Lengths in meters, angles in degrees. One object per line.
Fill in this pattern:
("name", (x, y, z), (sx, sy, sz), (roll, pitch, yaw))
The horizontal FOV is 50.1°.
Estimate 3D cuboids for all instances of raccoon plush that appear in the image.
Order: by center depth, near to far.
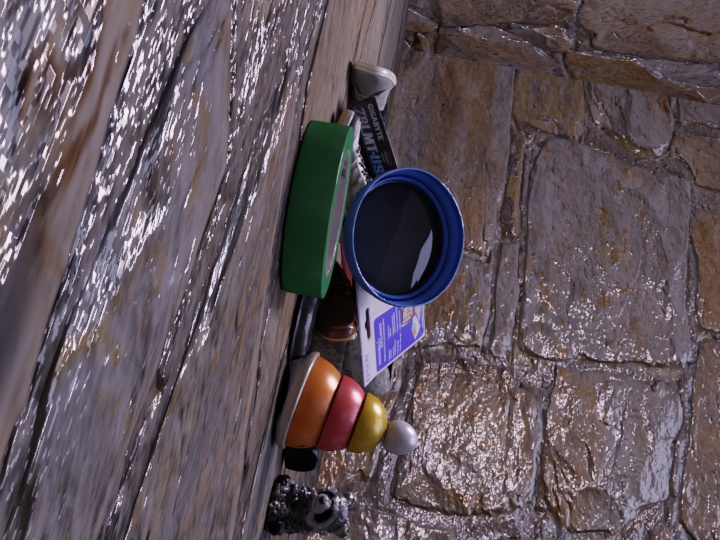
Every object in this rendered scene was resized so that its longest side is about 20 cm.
("raccoon plush", (-0.077, 0.391, 1.260), (0.200, 0.133, 0.098), (94, 6, -73))

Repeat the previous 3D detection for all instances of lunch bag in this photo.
("lunch bag", (-0.008, 0.137, 1.447), (0.140, 0.166, 0.201), (-76, 176, -59))

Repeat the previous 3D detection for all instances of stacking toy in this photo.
("stacking toy", (-0.012, 0.214, 1.104), (0.146, 0.199, 0.147), (20, 90, -86))

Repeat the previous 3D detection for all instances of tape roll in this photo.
("tape roll", (-0.048, -0.070, 0.896), (0.200, 0.048, 0.202), (11, 90, -88))

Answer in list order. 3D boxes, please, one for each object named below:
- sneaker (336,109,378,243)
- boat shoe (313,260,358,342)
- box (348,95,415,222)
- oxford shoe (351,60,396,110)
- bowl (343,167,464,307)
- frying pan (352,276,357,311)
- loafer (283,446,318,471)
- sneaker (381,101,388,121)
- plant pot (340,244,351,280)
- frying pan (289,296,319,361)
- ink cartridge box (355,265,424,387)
("sneaker", (-0.009, -0.135, 1.140), (0.076, 0.087, 0.202), (-71, 170, -67))
("boat shoe", (-0.044, 0.044, 1.200), (0.200, 0.071, 0.068), (-107, -164, -63))
("box", (0.031, -0.168, 1.248), (0.199, 0.049, 0.201), (-131, -159, -86))
("oxford shoe", (0.017, -0.302, 1.287), (0.200, 0.075, 0.058), (105, 6, -90))
("bowl", (0.062, -0.048, 1.122), (0.039, 0.199, 0.202), (4, -98, 58))
("frying pan", (0.001, -0.009, 1.306), (0.115, 0.031, 0.191), (97, -9, -53))
("loafer", (-0.090, 0.253, 1.266), (0.201, 0.072, 0.073), (112, -16, -46))
("sneaker", (0.001, -0.237, 1.402), (0.078, 0.065, 0.202), (142, -40, -70))
("plant pot", (0.048, 0.005, 1.651), (0.200, 0.176, 0.202), (177, -90, -88))
("frying pan", (-0.074, 0.042, 1.125), (0.115, 0.031, 0.191), (102, 1, -69))
("ink cartridge box", (0.037, 0.052, 1.224), (0.200, 0.043, 0.200), (-33, 126, -51))
